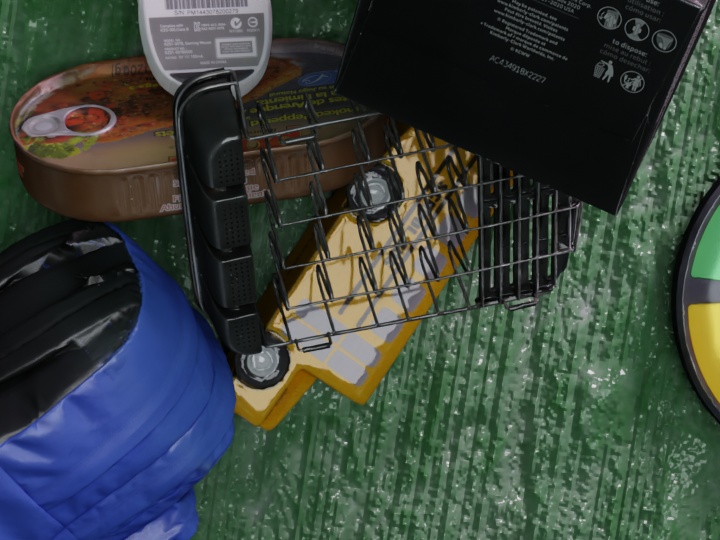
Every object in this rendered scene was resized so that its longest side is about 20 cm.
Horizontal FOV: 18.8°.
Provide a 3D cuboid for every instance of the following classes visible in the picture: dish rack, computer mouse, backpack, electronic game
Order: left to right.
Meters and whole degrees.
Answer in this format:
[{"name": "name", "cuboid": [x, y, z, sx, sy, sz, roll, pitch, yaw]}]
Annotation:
[{"name": "backpack", "cuboid": [-0.159, 0.081, 1.116, 0.200, 0.163, 0.168, -42, 129, 4]}, {"name": "computer mouse", "cuboid": [-0.091, -0.183, 1.136, 0.109, 0.044, 0.202, -2, 84, -14]}, {"name": "dish rack", "cuboid": [0.012, -0.035, 1.079, 0.198, 0.055, 0.154, -11, 132, -9]}, {"name": "electronic game", "cuboid": [0.273, 0.015, 1.233, 0.198, 0.042, 0.202, -1, 98, -8]}]

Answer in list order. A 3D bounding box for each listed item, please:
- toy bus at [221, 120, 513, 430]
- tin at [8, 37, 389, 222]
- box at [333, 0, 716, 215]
[{"name": "toy bus", "cuboid": [0.000, 0.000, 1.176, 0.078, 0.065, 0.201, 34, 91, -14]}, {"name": "tin", "cuboid": [-0.082, -0.073, 1.129, 0.198, 0.112, 0.042, -8, 121, -7]}, {"name": "box", "cuboid": [0.097, -0.153, 1.008, 0.147, 0.201, 0.125, 24, 132, 6]}]
